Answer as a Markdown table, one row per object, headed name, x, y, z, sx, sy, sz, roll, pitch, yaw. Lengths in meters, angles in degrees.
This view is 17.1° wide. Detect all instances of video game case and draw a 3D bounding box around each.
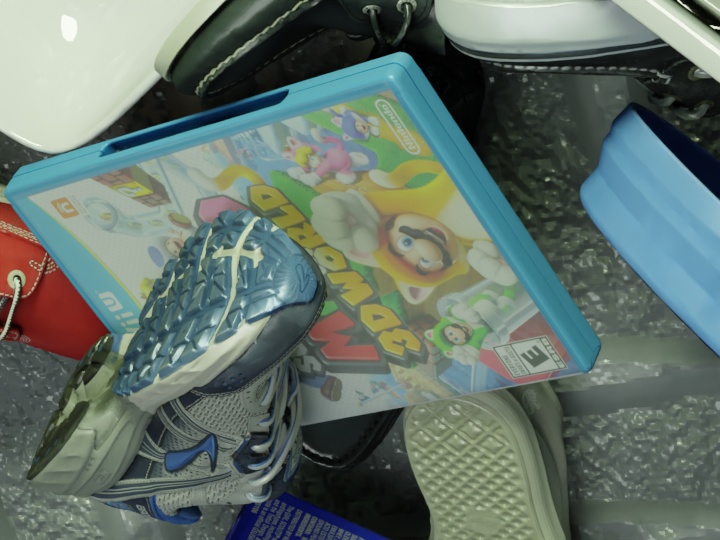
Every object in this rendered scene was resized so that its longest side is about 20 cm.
| name | x | y | z | sx | sy | sz | roll | pitch | yaw |
| --- | --- | --- | --- | --- | --- | --- | --- | --- | --- |
| video game case | -0.025 | -0.001 | 0.905 | 0.199 | 0.018 | 0.143 | -13 | 125 | 38 |

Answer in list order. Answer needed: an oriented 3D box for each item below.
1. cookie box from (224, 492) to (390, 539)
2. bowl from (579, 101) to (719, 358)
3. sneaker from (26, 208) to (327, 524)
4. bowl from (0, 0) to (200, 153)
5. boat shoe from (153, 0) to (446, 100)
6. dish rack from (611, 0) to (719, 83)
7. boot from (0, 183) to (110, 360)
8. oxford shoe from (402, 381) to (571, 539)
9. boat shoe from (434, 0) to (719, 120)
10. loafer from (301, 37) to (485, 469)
| name | x | y | z | sx | sy | sz | roll | pitch | yaw |
| --- | --- | --- | --- | --- | --- | --- | --- | --- | --- |
| cookie box | 0.019 | 0.199 | 1.028 | 0.199 | 0.075 | 0.172 | 24 | 141 | 5 |
| bowl | 0.158 | 0.020 | 0.840 | 0.200 | 0.201 | 0.039 | 40 | 101 | -6 |
| sneaker | -0.051 | 0.044 | 0.910 | 0.085 | 0.077 | 0.200 | 29 | 148 | -15 |
| bowl | -0.121 | -0.171 | 0.901 | 0.200 | 0.075 | 0.200 | 41 | 122 | -7 |
| boat shoe | 0.021 | -0.110 | 0.854 | 0.199 | 0.075 | 0.066 | -35 | 87 | -2 |
| dish rack | 0.149 | -0.157 | 0.736 | 0.171 | 0.043 | 0.201 | 40 | 108 | 20 |
| boot | -0.166 | 0.016 | 0.975 | 0.199 | 0.144 | 0.073 | 23 | 120 | 3 |
| oxford shoe | 0.060 | 0.104 | 1.004 | 0.075 | 0.058 | 0.201 | 4 | 133 | 18 |
| boat shoe | 0.121 | -0.085 | 0.829 | 0.199 | 0.072 | 0.071 | -8 | 124 | -15 |
| loafer | 0.000 | 0.000 | 0.955 | 0.068 | 0.070 | 0.202 | 19 | 121 | 7 |
